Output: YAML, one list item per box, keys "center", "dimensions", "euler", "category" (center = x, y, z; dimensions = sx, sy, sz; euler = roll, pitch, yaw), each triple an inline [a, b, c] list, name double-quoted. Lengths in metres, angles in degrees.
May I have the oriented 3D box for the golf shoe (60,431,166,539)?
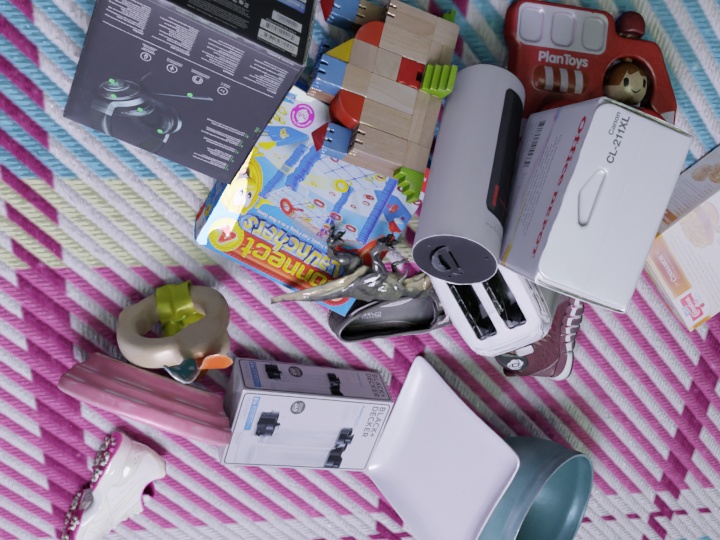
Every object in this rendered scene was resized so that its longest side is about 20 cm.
- center: [-0.314, 0.299, 1.011]
  dimensions: [0.090, 0.076, 0.202]
  euler: [23, 113, -25]
  category: "golf shoe"

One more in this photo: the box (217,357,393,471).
- center: [-0.069, 0.180, 0.984]
  dimensions: [0.196, 0.060, 0.119]
  euler: [10, 116, -25]
  category: "box"

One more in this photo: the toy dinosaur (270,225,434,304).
- center: [0.000, 0.000, 0.860]
  dimensions: [0.195, 0.048, 0.090]
  euler: [-4, 127, -8]
  category: "toy dinosaur"

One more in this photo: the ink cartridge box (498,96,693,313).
- center: [0.183, -0.058, 0.689]
  dimensions: [0.081, 0.200, 0.149]
  euler: [19, 96, -6]
  category: "ink cartridge box"

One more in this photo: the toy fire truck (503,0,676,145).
- center: [0.242, -0.190, 0.841]
  dimensions: [0.195, 0.112, 0.172]
  euler: [4, 97, -10]
  category: "toy fire truck"

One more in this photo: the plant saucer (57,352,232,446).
- center: [-0.232, 0.139, 0.890]
  dimensions: [0.197, 0.200, 0.052]
  euler: [24, 79, -21]
  category: "plant saucer"

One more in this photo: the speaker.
- center: [0.103, -0.091, 0.748]
  dimensions: [0.079, 0.203, 0.082]
  euler: [11, 151, 7]
  category: "speaker"

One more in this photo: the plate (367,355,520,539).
- center: [0.102, 0.244, 1.004]
  dimensions: [0.032, 0.200, 0.203]
  euler: [-1, 123, -40]
  category: "plate"

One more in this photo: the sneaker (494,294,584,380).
- center: [0.206, 0.057, 0.980]
  dimensions: [0.113, 0.076, 0.204]
  euler: [-6, 120, -4]
  category: "sneaker"

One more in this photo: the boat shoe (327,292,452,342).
- center: [0.058, 0.053, 0.957]
  dimensions: [0.195, 0.057, 0.068]
  euler: [-8, 120, -6]
  category: "boat shoe"

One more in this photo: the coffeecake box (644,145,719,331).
- center: [0.434, -0.050, 0.965]
  dimensions: [0.199, 0.073, 0.154]
  euler: [-37, 119, 10]
  category: "coffeecake box"

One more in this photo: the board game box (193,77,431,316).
- center: [-0.049, -0.079, 0.866]
  dimensions: [0.197, 0.056, 0.198]
  euler: [26, 110, -23]
  category: "board game box"

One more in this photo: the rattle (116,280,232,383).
- center: [-0.180, 0.108, 0.855]
  dimensions: [0.128, 0.199, 0.146]
  euler: [-11, 118, -36]
  category: "rattle"

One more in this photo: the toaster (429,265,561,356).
- center: [0.142, -0.006, 0.874]
  dimensions: [0.112, 0.130, 0.202]
  euler: [-22, 108, 26]
  category: "toaster"

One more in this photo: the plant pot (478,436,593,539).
- center: [0.197, 0.302, 1.053]
  dimensions: [0.198, 0.133, 0.204]
  euler: [-26, 128, -39]
  category: "plant pot"

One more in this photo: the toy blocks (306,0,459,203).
- center: [0.011, -0.181, 0.773]
  dimensions: [0.134, 0.100, 0.205]
  euler: [16, 82, -14]
  category: "toy blocks"

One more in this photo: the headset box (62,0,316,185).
- center: [-0.158, -0.187, 0.722]
  dimensions: [0.171, 0.094, 0.200]
  euler: [20, 144, -20]
  category: "headset box"
